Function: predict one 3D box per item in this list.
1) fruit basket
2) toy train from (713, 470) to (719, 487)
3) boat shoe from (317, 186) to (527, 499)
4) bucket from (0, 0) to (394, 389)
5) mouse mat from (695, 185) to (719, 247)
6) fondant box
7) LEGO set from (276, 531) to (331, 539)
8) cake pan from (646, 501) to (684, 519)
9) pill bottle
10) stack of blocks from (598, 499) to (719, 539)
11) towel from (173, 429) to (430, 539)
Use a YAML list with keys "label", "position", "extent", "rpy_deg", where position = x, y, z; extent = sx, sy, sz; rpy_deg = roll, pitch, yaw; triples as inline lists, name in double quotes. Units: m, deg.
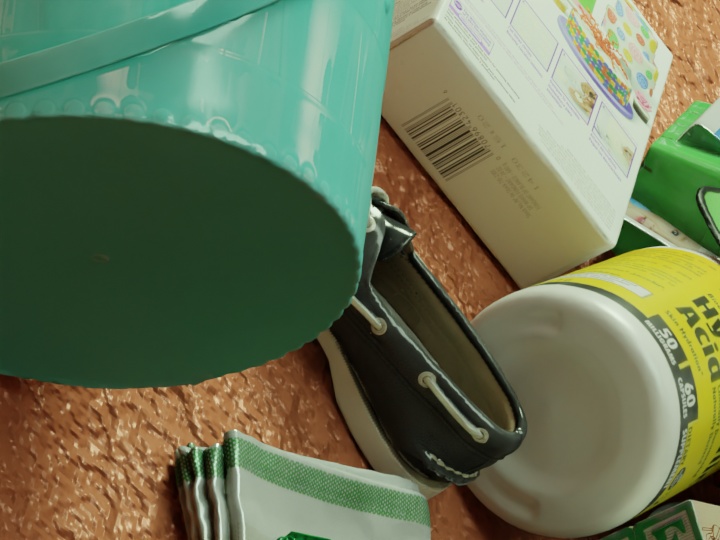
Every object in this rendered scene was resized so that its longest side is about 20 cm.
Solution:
- label: "fruit basket"
  position: [0.235, -0.013, 1.424]
  extent: [0.200, 0.094, 0.185]
  rpy_deg: [24, 23, 13]
- label: "toy train"
  position: [0.252, 0.116, 1.423]
  extent: [0.200, 0.085, 0.114]
  rpy_deg: [15, 75, -50]
- label: "boat shoe"
  position: [0.000, 0.000, 1.160]
  extent: [0.200, 0.060, 0.074]
  rpy_deg: [61, 30, 0]
- label: "bucket"
  position: [-0.086, -0.060, 0.946]
  extent: [0.207, 0.207, 0.135]
  rpy_deg: [32, 47, -41]
- label: "mouse mat"
  position: [0.247, 0.043, 1.294]
  extent: [0.161, 0.008, 0.200]
  rpy_deg: [10, 41, -40]
- label: "fondant box"
  position: [0.079, -0.103, 1.376]
  extent: [0.144, 0.058, 0.200]
  rpy_deg: [51, 32, -17]
- label: "LEGO set"
  position: [0.006, 0.199, 0.947]
  extent: [0.153, 0.116, 0.200]
  rpy_deg: [5, 54, -4]
- label: "cake pan"
  position: [0.169, 0.205, 1.271]
  extent: [0.200, 0.037, 0.201]
  rpy_deg: [37, 38, -36]
- label: "pill bottle"
  position: [0.127, 0.048, 1.265]
  extent: [0.200, 0.111, 0.112]
  rpy_deg: [-18, 80, -60]
- label: "stack of blocks"
  position: [0.151, 0.154, 1.121]
  extent: [0.059, 0.200, 0.115]
  rpy_deg: [15, 54, -51]
- label: "towel"
  position: [0.001, 0.164, 1.054]
  extent: [0.149, 0.031, 0.200]
  rpy_deg: [18, 51, -49]
